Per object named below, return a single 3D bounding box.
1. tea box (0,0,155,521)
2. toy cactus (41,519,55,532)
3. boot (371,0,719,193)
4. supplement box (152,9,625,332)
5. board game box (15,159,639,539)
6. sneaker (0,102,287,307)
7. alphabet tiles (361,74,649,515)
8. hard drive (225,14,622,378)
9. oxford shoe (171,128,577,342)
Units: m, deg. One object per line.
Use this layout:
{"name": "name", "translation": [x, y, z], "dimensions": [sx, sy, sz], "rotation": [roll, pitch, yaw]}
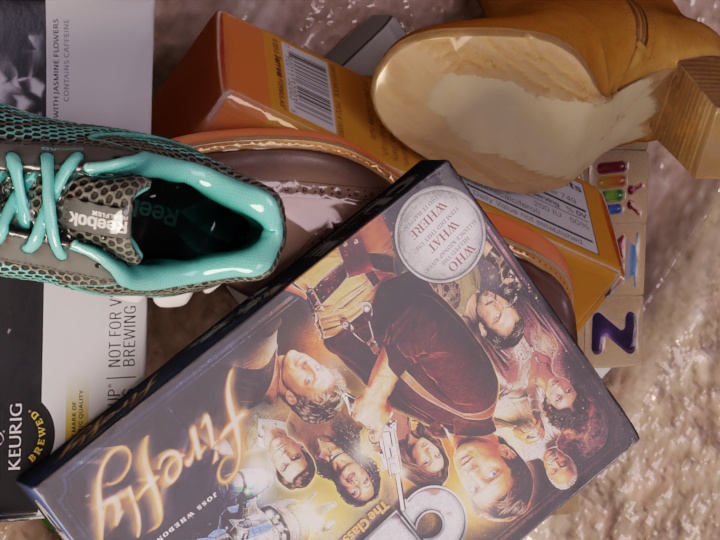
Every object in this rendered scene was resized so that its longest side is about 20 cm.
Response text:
{"name": "tea box", "translation": [-0.193, -0.009, 1.101], "dimensions": [0.196, 0.134, 0.201], "rotation": [0, 95, -31]}
{"name": "toy cactus", "translation": [-0.029, 0.110, 1.209], "dimensions": [0.165, 0.199, 0.103], "rotation": [51, 28, -60]}
{"name": "boot", "translation": [0.071, -0.095, 1.246], "dimensions": [0.201, 0.144, 0.071], "rotation": [6, 118, -29]}
{"name": "supplement box", "translation": [0.010, -0.030, 1.208], "dimensions": [0.200, 0.069, 0.067], "rotation": [26, 122, -22]}
{"name": "board game box", "translation": [-0.009, 0.071, 1.091], "dimensions": [0.200, 0.035, 0.136], "rotation": [-39, 102, -13]}
{"name": "sneaker", "translation": [-0.113, -0.028, 1.016], "dimensions": [0.199, 0.091, 0.078], "rotation": [4, 91, -30]}
{"name": "alphabet tiles", "translation": [0.058, 0.013, 1.293], "dimensions": [0.167, 0.008, 0.201], "rotation": [-2, 96, -31]}
{"name": "hard drive", "translation": [0.020, 0.005, 1.289], "dimensions": [0.132, 0.026, 0.200], "rotation": [-44, 115, -19]}
{"name": "oxford shoe", "translation": [0.000, 0.000, 1.142], "dimensions": [0.199, 0.073, 0.071], "rotation": [16, 124, -18]}
